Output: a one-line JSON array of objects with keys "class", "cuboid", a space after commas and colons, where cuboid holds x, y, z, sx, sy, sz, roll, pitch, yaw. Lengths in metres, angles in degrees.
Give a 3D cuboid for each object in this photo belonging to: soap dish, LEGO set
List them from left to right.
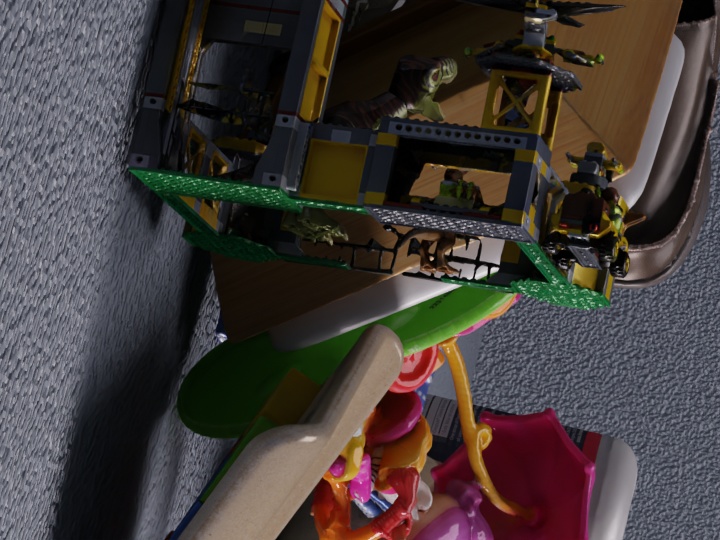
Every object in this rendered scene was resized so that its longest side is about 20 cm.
[{"class": "LEGO set", "cuboid": [0.013, -0.066, 1.088, 0.154, 0.200, 0.116, 35, 65, -62]}, {"class": "soap dish", "cuboid": [0.033, -0.059, 1.267, 0.081, 0.200, 0.157, 55, 30, -21]}]

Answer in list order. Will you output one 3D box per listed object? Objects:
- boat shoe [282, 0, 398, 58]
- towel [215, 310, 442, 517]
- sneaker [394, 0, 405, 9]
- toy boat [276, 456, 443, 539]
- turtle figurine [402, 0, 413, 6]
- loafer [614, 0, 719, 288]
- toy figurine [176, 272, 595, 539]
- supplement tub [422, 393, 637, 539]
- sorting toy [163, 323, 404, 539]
[{"class": "boat shoe", "cuboid": [0.007, -0.156, 1.352, 0.072, 0.060, 0.202, -60, 161, -70]}, {"class": "towel", "cuboid": [0.000, 0.000, 1.431, 0.145, 0.024, 0.200, 50, 41, -33]}, {"class": "sneaker", "cuboid": [0.044, -0.156, 1.617, 0.076, 0.080, 0.200, -15, 119, -85]}, {"class": "toy boat", "cuboid": [0.003, 0.186, 1.486, 0.200, 0.131, 0.131, -57, -175, 24]}, {"class": "turtle figurine", "cuboid": [0.081, -0.176, 1.413, 0.200, 0.101, 0.150, -57, 172, 12]}, {"class": "loafer", "cuboid": [0.125, -0.090, 1.343, 0.071, 0.073, 0.200, 74, 23, -67]}, {"class": "toy figurine", "cuboid": [0.031, 0.082, 1.342, 0.200, 0.150, 0.184, -41, 122, -30]}, {"class": "supplement tub", "cuboid": [0.048, 0.143, 1.700, 0.140, 0.200, 0.140, 13, 90, -84]}, {"class": "sorting toy", "cuboid": [-0.061, 0.107, 1.163, 0.185, 0.036, 0.200, -54, 176, 14]}]
